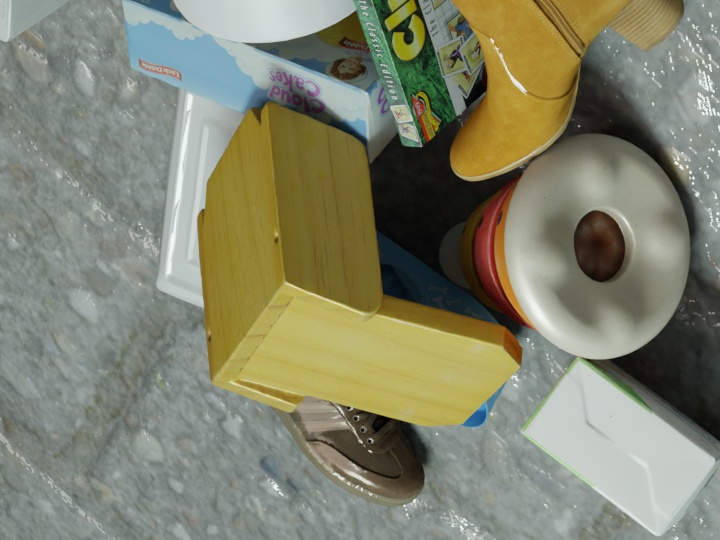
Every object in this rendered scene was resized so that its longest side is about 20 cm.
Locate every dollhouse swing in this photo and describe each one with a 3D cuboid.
[{"bbox_3d":[0.000,0.000,1.688,0.200,0.175,0.183,126,141,-63],"label":"dollhouse swing"}]

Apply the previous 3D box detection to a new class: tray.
[{"bbox_3d":[-0.105,-0.055,1.846,0.107,0.022,0.201,22,118,24],"label":"tray"}]

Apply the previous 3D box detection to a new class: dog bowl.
[{"bbox_3d":[0.029,0.032,1.791,0.200,0.050,0.112,36,157,22],"label":"dog bowl"}]

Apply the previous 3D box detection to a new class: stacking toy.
[{"bbox_3d":[0.113,-0.011,1.681,0.200,0.146,0.147,-7,117,59],"label":"stacking toy"}]

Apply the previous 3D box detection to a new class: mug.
[{"bbox_3d":[-0.080,-0.257,1.590,0.186,0.150,0.154,24,148,31],"label":"mug"}]

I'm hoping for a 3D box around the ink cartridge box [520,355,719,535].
[{"bbox_3d":[0.186,0.116,1.698,0.117,0.200,0.067,37,95,10],"label":"ink cartridge box"}]

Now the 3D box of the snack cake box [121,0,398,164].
[{"bbox_3d":[-0.048,-0.161,1.680,0.199,0.115,0.067,22,141,23],"label":"snack cake box"}]

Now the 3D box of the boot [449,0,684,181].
[{"bbox_3d":[0.089,-0.149,1.553,0.144,0.071,0.201,30,125,-36],"label":"boot"}]

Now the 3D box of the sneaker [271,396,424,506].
[{"bbox_3d":[-0.020,0.095,1.891,0.200,0.070,0.076,43,137,3],"label":"sneaker"}]

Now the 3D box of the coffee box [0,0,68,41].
[{"bbox_3d":[-0.248,-0.312,1.667,0.197,0.200,0.200,28,135,20],"label":"coffee box"}]

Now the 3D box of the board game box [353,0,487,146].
[{"bbox_3d":[0.036,-0.190,1.589,0.023,0.105,0.201,15,136,45],"label":"board game box"}]
